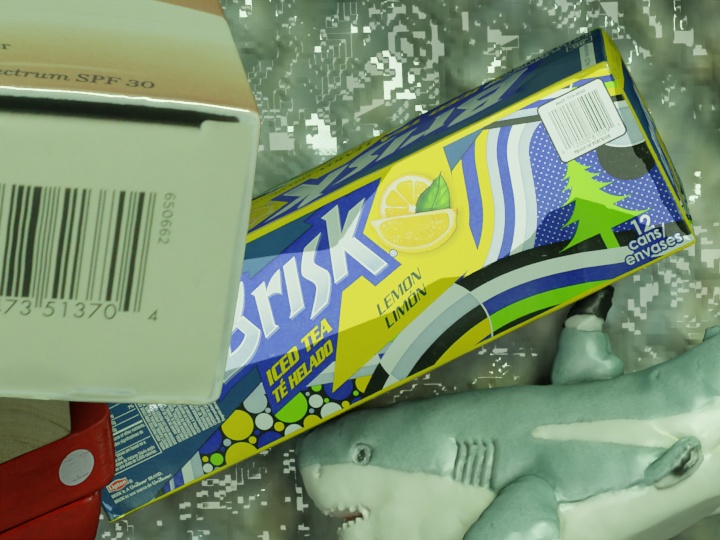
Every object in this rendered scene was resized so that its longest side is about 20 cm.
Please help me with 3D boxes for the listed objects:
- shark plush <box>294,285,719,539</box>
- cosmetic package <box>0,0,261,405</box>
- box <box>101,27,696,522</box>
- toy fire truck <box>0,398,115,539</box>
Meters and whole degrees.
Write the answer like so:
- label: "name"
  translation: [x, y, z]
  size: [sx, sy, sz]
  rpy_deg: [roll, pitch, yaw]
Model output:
- label: "shark plush"
  translation: [0.079, 0.040, 0.862]
  size: [0.200, 0.091, 0.083]
  rpy_deg: [-33, 69, 15]
- label: "cosmetic package"
  translation: [-0.094, -0.053, 0.743]
  size: [0.103, 0.200, 0.087]
  rpy_deg: [2, 118, -15]
- label: "box"
  translation: [0.000, 0.000, 0.852]
  size: [0.200, 0.070, 0.064]
  rpy_deg: [-25, 101, 9]
- label: "toy fire truck"
  translation: [-0.161, 0.067, 0.833]
  size: [0.129, 0.176, 0.200]
  rpy_deg: [-23, 127, -30]
